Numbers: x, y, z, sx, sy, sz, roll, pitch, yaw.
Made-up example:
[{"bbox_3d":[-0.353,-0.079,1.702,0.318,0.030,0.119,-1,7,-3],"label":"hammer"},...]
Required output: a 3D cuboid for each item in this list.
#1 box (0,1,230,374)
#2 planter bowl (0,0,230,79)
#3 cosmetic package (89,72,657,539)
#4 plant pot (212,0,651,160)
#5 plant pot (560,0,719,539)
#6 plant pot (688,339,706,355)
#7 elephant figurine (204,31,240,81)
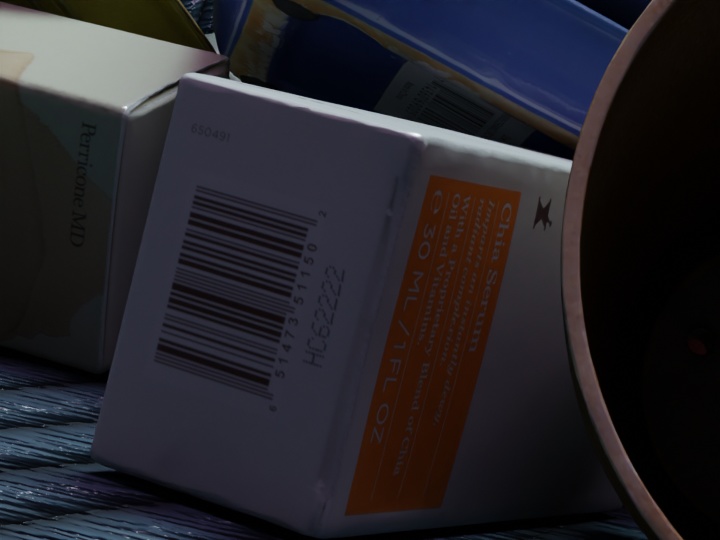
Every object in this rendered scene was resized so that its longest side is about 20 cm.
[{"bbox_3d":[-0.150,-0.042,0.836,0.199,0.095,0.078,14,21,20],"label":"box"},{"bbox_3d":[-0.144,-0.111,0.929,0.200,0.083,0.200,46,-5,5],"label":"planter bowl"},{"bbox_3d":[0.018,0.012,0.688,0.071,0.102,0.200,16,5,26],"label":"cosmetic package"},{"bbox_3d":[0.062,-0.124,0.842,0.200,0.180,0.200,28,-12,-3],"label":"plant pot"},{"bbox_3d":[0.128,0.018,0.636,0.186,0.187,0.200,14,-11,-1],"label":"plant pot"},{"bbox_3d":[0.209,0.008,0.862,0.199,0.177,0.200,14,4,15],"label":"plant pot"},{"bbox_3d":[0.002,-0.025,1.105,0.200,0.142,0.155,33,41,26],"label":"elephant figurine"}]
